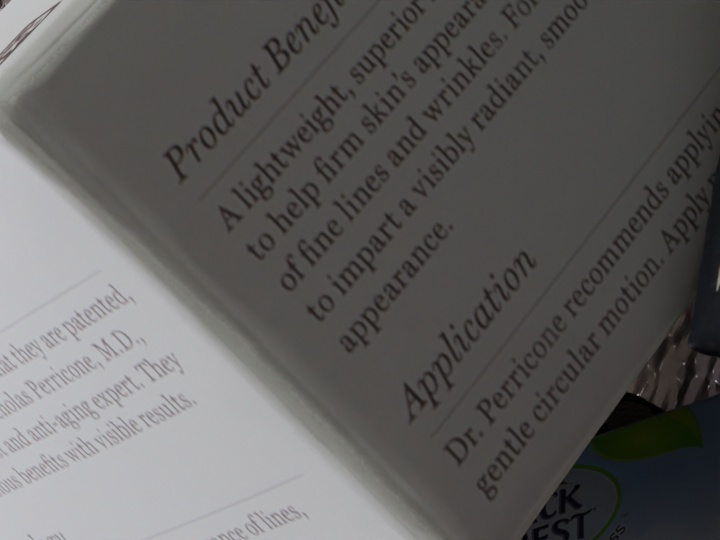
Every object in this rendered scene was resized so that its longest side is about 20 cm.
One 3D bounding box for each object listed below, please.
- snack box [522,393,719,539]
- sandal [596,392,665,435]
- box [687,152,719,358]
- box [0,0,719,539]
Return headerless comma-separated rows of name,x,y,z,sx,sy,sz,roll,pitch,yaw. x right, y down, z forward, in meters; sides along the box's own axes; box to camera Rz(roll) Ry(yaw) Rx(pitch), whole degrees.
snack box,0.051,0.110,0.649,0.199,0.053,0.143,-22,48,28
sandal,0.034,0.125,0.746,0.054,0.082,0.201,-5,65,47
box,0.166,-0.076,0.524,0.200,0.117,0.198,155,128,-65
box,-0.014,-0.027,0.653,0.199,0.131,0.200,-50,12,-30
